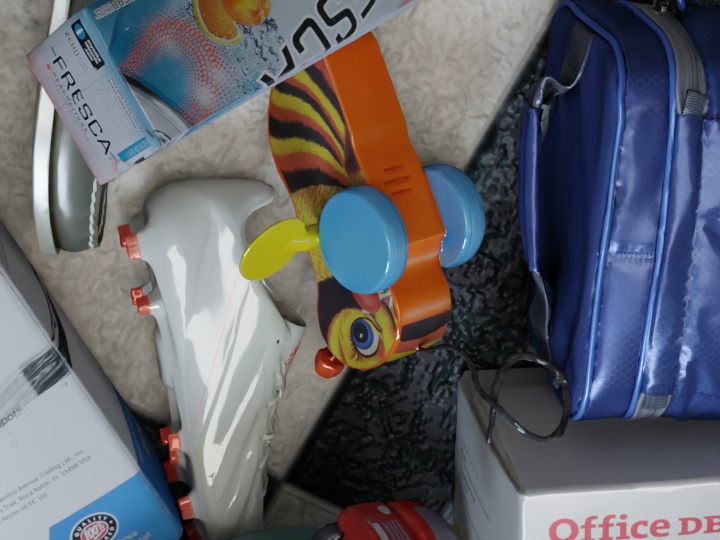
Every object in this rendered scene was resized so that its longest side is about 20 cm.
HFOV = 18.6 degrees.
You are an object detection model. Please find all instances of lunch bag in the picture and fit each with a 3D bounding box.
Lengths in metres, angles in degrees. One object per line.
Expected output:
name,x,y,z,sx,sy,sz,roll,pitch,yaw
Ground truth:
lunch bag,0.137,-0.033,0.991,0.131,0.136,0.202,-1,109,-10

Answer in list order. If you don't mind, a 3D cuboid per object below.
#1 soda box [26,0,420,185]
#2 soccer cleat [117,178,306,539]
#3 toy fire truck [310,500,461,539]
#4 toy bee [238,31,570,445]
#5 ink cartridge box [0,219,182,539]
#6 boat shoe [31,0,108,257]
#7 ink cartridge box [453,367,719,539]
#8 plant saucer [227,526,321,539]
soda box,-0.036,-0.113,0.916,0.199,0.068,0.064,-34,95,-31
soccer cleat,-0.059,0.055,1.026,0.077,0.069,0.202,-12,108,-10
toy fire truck,0.006,0.180,1.022,0.140,0.049,0.200,-1,137,-43
toy bee,0.000,0.000,0.990,0.130,0.201,0.109,8,150,-34
ink cartridge box,-0.192,0.064,0.977,0.144,0.084,0.201,-29,122,1
boat shoe,-0.108,-0.102,0.960,0.060,0.072,0.203,6,104,-7
ink cartridge box,0.127,0.160,1.049,0.146,0.145,0.202,-3,109,-8
plant saucer,-0.066,0.179,1.037,0.199,0.036,0.201,-24,149,-16
